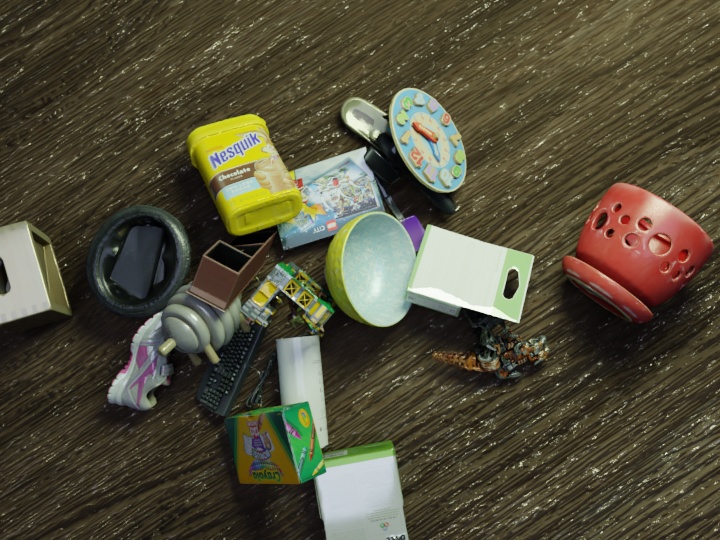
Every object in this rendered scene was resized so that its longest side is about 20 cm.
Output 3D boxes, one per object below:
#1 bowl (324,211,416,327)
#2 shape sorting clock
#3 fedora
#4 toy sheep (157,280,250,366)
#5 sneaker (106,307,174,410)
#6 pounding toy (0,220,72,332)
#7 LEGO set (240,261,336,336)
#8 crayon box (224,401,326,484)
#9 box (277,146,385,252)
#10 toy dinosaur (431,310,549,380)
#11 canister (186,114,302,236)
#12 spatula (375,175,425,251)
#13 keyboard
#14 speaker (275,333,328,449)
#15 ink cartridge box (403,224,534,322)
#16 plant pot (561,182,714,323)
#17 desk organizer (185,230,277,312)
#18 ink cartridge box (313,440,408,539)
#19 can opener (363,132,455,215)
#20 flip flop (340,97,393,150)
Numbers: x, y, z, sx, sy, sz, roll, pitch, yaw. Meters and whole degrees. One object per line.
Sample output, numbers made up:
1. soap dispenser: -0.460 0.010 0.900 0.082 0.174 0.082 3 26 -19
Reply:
1. bowl: 0.000 0.000 1.189 0.107 0.199 0.201 -4 84 43
2. shape sorting clock: 0.125 -0.233 1.195 0.199 0.039 0.201 17 64 -38
3. fedora: -0.389 -0.014 1.211 0.199 0.092 0.202 0 88 2
4. toy sheep: -0.272 0.084 1.154 0.137 0.200 0.139 14 127 20
5. sneaker: -0.371 0.163 1.209 0.088 0.081 0.201 26 94 1
6. pounding toy: -0.618 0.003 1.180 0.141 0.184 0.201 -18 86 -13
7. LEGO set: -0.125 0.067 1.160 0.154 0.200 0.116 40 94 -10
8. crayon box: -0.149 0.295 1.140 0.058 0.200 0.119 -11 84 -41
9. box: -0.064 -0.129 1.236 0.199 0.038 0.137 -17 86 5
10. toy dinosaur: 0.235 0.137 1.201 0.199 0.102 0.137 -13 103 -22
11. canister: -0.202 -0.168 1.177 0.148 0.087 0.200 -20 59 -18
12. spatula: 0.058 -0.124 1.253 0.056 0.021 0.201 -31 85 -3
13. keyboard: -0.213 0.169 1.218 0.127 0.021 0.201 22 86 16
14. speaker: -0.104 0.215 1.197 0.081 0.081 0.201 -5 86 0
15. ink cartridge box: 0.191 0.012 1.186 0.199 0.048 0.146 18 61 6
16. plant pot: 0.467 -0.021 1.160 0.200 0.200 0.183 36 95 3
17. desk organizer: -0.214 -0.018 1.150 0.071 0.200 0.077 28 117 -1
18. ink cartridge box: 0.003 0.419 1.184 0.147 0.076 0.201 -10 87 -1
19. can opener: 0.099 -0.174 1.224 0.200 0.064 0.079 36 118 -18
20. flip flop: 0.054 -0.260 1.244 0.199 0.058 0.081 31 86 -1
